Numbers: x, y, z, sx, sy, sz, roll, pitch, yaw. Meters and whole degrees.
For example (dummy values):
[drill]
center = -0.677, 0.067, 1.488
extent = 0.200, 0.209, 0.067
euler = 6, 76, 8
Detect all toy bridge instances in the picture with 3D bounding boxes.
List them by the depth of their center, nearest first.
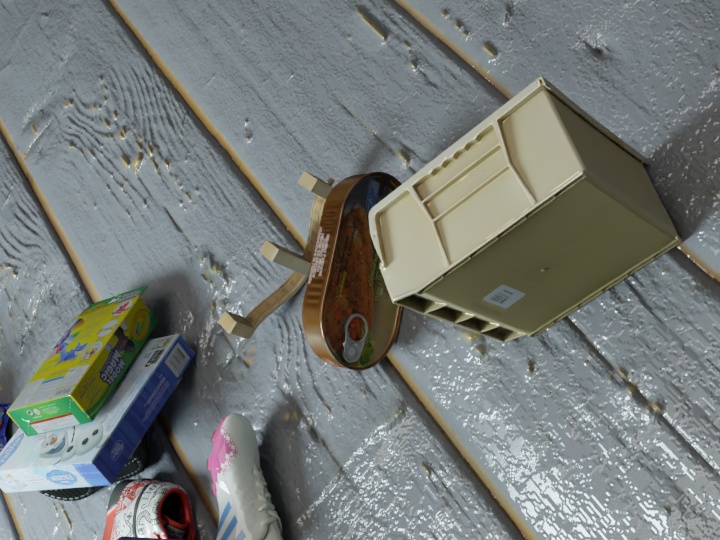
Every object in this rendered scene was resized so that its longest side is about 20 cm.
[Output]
[toy bridge]
center = -0.080, -0.014, 1.171
extent = 0.027, 0.067, 0.201
euler = 35, 97, 41

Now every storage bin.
[storage bin]
center = 0.141, -0.036, 0.907
extent = 0.198, 0.199, 0.094
euler = -36, 58, 25

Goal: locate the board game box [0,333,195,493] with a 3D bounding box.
[board game box]
center = -0.318, 0.170, 1.258
extent = 0.198, 0.044, 0.201
euler = -11, 35, 36

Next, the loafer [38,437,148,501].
[loafer]
center = -0.335, 0.230, 1.310
extent = 0.199, 0.073, 0.072
euler = -18, 44, 26

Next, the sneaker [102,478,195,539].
[sneaker]
center = -0.245, 0.336, 1.190
extent = 0.107, 0.067, 0.203
euler = -9, 67, 40

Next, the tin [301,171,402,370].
[tin]
center = 0.000, 0.000, 1.073
extent = 0.042, 0.111, 0.202
euler = 0, 74, 49

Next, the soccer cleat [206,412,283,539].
[soccer cleat]
center = -0.114, 0.252, 1.117
extent = 0.086, 0.070, 0.202
euler = -5, 77, 28

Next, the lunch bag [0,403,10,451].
[lunch bag]
center = -0.602, 0.227, 1.436
extent = 0.150, 0.199, 0.095
euler = -25, 60, 31

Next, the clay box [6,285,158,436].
[clay box]
center = -0.323, 0.104, 1.271
extent = 0.114, 0.048, 0.201
euler = -16, 30, 32

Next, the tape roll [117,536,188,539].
[tape roll]
center = -0.209, 0.370, 1.058
extent = 0.084, 0.200, 0.202
euler = 4, 74, -4
